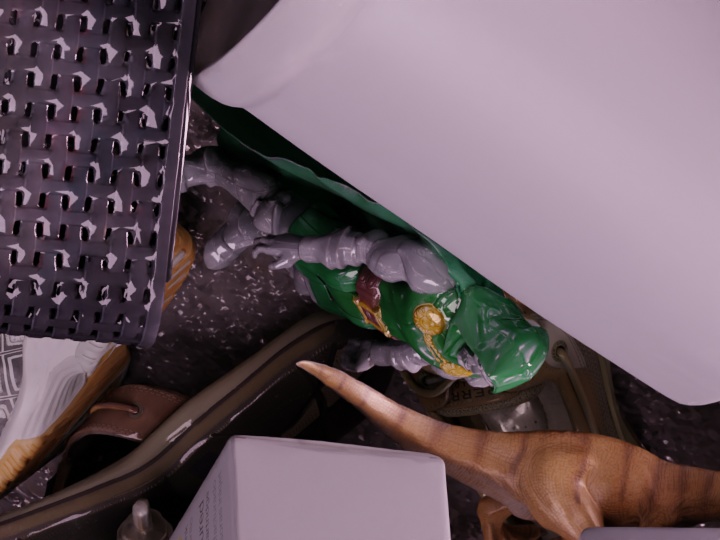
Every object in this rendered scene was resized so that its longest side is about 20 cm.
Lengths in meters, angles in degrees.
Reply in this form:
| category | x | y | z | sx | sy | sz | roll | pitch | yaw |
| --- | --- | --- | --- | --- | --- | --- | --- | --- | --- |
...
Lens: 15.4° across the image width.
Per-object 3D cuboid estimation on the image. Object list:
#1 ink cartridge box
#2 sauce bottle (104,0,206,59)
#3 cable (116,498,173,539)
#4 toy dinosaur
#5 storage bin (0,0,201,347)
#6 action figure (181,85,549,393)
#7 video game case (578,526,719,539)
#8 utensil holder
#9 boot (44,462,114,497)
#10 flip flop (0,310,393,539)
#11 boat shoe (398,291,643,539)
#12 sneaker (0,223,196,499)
| category | x | y | z | sx | sy | sz | roll | pitch | yaw |
| --- | --- | --- | --- | --- | --- | --- | --- | --- | --- |
| ink cartridge box | -0.035 | 0.171 | 0.965 | 0.083 | 0.146 | 0.200 | 6 | 146 | -18 |
| sauce bottle | -0.145 | -0.138 | 0.954 | 0.200 | 0.066 | 0.066 | 34 | 132 | -10 |
| cable | -0.084 | 0.152 | 1.124 | 0.050 | 0.097 | 0.200 | 53 | 150 | 20 |
| toy dinosaur | 0.067 | 0.079 | 0.987 | 0.199 | 0.061 | 0.107 | 13 | 129 | -1 |
| storage bin | -0.105 | -0.087 | 0.869 | 0.093 | 0.135 | 0.201 | 6 | 103 | -11 |
| action figure | 0.000 | 0.000 | 0.957 | 0.200 | 0.055 | 0.118 | 26 | 157 | 51 |
| video game case | 0.181 | 0.162 | 0.991 | 0.199 | 0.023 | 0.183 | 0 | 133 | 6 |
| utensil holder | 0.071 | -0.076 | 0.862 | 0.200 | 0.170 | 0.170 | 34 | 132 | -13 |
| boot | -0.097 | 0.177 | 1.200 | 0.174 | 0.069 | 0.200 | 39 | 128 | -14 |
| flip flop | -0.077 | 0.068 | 1.093 | 0.200 | 0.058 | 0.081 | -36 | 147 | 14 |
| boat shoe | 0.062 | 0.059 | 1.047 | 0.073 | 0.063 | 0.201 | -9 | 125 | 26 |
| sneaker | -0.140 | 0.022 | 1.095 | 0.088 | 0.076 | 0.200 | 41 | 130 | 6 |
